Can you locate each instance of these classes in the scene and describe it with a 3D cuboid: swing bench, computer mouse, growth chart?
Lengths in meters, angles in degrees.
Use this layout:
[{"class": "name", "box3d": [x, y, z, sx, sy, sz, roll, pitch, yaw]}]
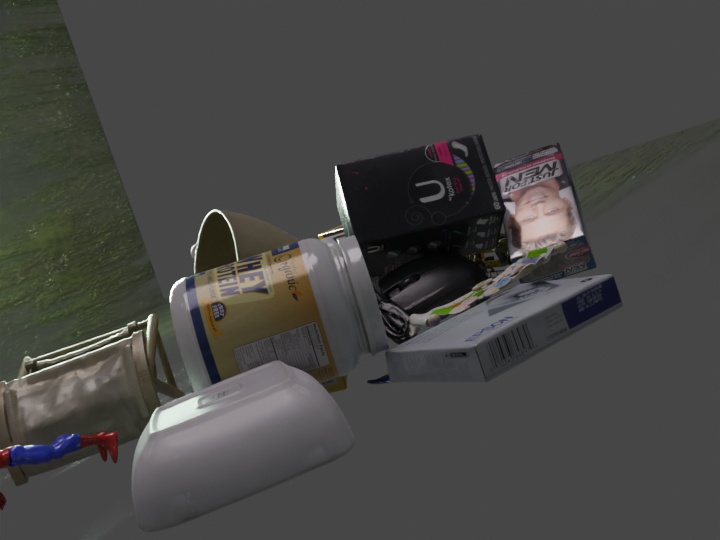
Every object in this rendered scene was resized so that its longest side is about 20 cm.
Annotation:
[{"class": "swing bench", "box3d": [-0.344, 0.158, 1.337, 0.196, 0.132, 0.200, -19, 6, -1]}, {"class": "computer mouse", "box3d": [0.087, 0.020, 1.314, 0.198, 0.053, 0.138, -15, 37, -34]}, {"class": "growth chart", "box3d": [0.143, 0.018, 1.190, 0.198, 0.018, 0.145, -28, 1, -16]}]

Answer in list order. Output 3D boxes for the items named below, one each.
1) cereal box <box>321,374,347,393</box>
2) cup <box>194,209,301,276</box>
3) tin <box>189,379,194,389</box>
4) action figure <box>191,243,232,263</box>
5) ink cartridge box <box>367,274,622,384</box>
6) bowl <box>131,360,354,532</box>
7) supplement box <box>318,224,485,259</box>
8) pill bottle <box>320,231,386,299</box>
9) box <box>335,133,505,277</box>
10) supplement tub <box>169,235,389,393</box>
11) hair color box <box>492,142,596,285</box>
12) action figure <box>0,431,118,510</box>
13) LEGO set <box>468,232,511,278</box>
[{"class": "cereal box", "box3d": [-0.085, 0.097, 1.216, 0.142, 0.040, 0.200, -13, 16, 5]}, {"class": "cup", "box3d": [-0.147, 0.012, 1.540, 0.141, 0.204, 0.200, -2, -4, -27]}, {"class": "tin", "box3d": [-0.128, 0.127, 1.350, 0.198, 0.042, 0.112, -17, 10, 29]}, {"class": "action figure", "box3d": [-0.226, 0.064, 1.677, 0.132, 0.203, 0.149, 17, 0, 0]}, {"class": "ink cartridge box", "box3d": [0.127, 0.060, 1.055, 0.198, 0.041, 0.199, -23, 6, -34]}, {"class": "bowl", "box3d": [-0.112, 0.143, 0.926, 0.197, 0.076, 0.200, -21, 7, -7]}, {"class": "supplement box", "box3d": [0.068, -0.042, 1.808, 0.195, 0.135, 0.199, -22, 5, -28]}, {"class": "pill bottle", "box3d": [0.000, 0.000, 1.451, 0.198, 0.118, 0.116, -18, 4, -20]}, {"class": "box", "box3d": [0.075, -0.082, 1.364, 0.197, 0.124, 0.106, -13, -26, -6]}, {"class": "supplement tub", "box3d": [-0.081, 0.052, 1.067, 0.197, 0.146, 0.144, -18, 5, -3]}, {"class": "hair color box", "box3d": [0.237, -0.074, 1.371, 0.099, 0.061, 0.201, -19, 39, 14]}, {"class": "action figure", "box3d": [-0.367, 0.227, 1.138, 0.197, 0.101, 0.065, 3, -10, -30]}, {"class": "LEGO set", "box3d": [0.191, -0.057, 1.491, 0.198, 0.118, 0.153, -6, 10, 46]}]
